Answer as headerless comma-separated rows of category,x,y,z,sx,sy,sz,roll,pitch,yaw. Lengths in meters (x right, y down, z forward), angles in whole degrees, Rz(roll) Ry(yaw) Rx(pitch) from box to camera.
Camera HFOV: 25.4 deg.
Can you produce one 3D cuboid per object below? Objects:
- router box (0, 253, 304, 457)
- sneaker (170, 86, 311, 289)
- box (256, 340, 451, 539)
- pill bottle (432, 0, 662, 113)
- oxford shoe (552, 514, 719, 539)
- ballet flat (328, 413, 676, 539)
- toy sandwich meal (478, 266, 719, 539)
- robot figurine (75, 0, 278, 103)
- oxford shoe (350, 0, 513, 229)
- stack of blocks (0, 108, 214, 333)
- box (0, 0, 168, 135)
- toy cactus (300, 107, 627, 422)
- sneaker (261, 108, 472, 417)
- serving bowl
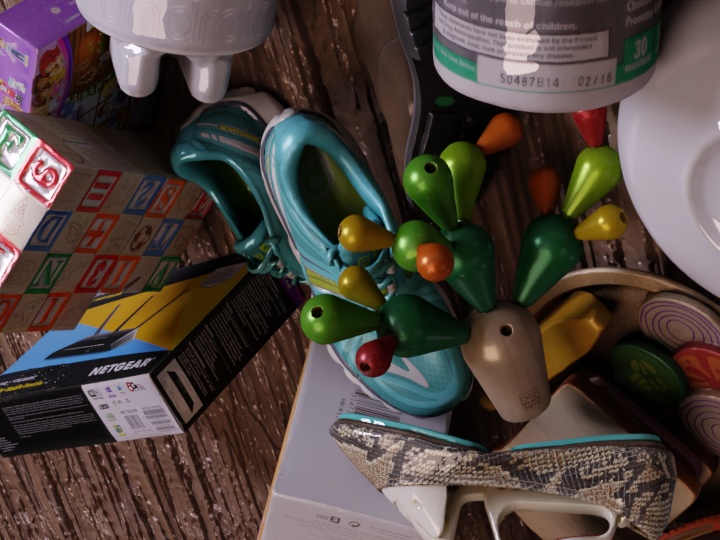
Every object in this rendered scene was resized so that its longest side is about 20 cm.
router box,-0.154,0.057,1.093,0.199,0.149,0.051,-12,115,41
sneaker,-0.044,-0.019,1.002,0.200,0.080,0.077,48,138,-6
box,-0.010,0.147,1.034,0.097,0.125,0.201,14,144,-1
pill bottle,0.089,-0.186,0.743,0.112,0.113,0.202,15,124,27
oxford shoe,0.183,0.193,0.927,0.072,0.198,0.073,101,157,-46
ballet flat,0.076,0.124,0.896,0.198,0.076,0.068,4,164,9
toy sandwich meal,0.156,0.091,0.945,0.204,0.070,0.207,20,132,23
robot figurine,-0.093,-0.194,0.863,0.113,0.168,0.202,-122,37,-56
oxford shoe,0.036,-0.113,0.892,0.084,0.072,0.201,42,149,42
stack of blocks,-0.173,-0.026,0.975,0.058,0.200,0.116,37,102,16
box,-0.178,-0.098,0.997,0.039,0.137,0.201,35,137,14
toy cactus,0.071,0.009,0.861,0.102,0.199,0.166,24,143,56
sneaker,0.000,0.000,0.924,0.201,0.077,0.080,59,176,-8
serving bowl,0.213,-0.050,0.797,0.199,0.066,0.201,21,133,23
